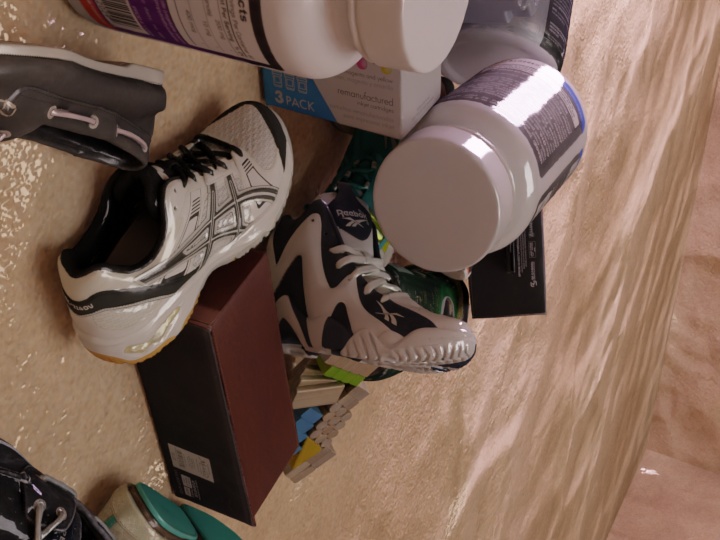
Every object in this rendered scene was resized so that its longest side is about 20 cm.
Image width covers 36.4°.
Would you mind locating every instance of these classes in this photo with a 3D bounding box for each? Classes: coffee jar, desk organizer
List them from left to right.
[{"bbox_3d":[-0.098,0.077,0.761,0.077,0.071,0.202,-55,151,-41],"label":"desk organizer"},{"bbox_3d":[0.037,0.044,1.023,0.199,0.084,0.106,6,93,-66],"label":"coffee jar"}]

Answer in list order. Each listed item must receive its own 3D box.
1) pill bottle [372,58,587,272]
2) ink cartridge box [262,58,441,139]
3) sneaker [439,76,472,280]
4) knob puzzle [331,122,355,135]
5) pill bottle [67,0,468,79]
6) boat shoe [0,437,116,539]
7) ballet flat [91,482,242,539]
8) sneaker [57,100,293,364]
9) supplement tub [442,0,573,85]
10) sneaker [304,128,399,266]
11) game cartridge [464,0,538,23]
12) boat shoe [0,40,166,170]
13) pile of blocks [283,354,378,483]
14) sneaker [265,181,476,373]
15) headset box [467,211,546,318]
[{"bbox_3d":[0.091,-0.081,0.815,0.200,0.112,0.116,-41,141,-55],"label":"pill bottle"},{"bbox_3d":[-0.009,-0.201,0.718,0.068,0.113,0.203,-48,146,-44],"label":"ink cartridge box"},{"bbox_3d":[0.080,-0.080,0.965,0.082,0.076,0.202,-41,136,-25],"label":"sneaker"},{"bbox_3d":[0.020,-0.196,0.892,0.220,0.030,0.223,-47,146,-46],"label":"knob puzzle"},{"bbox_3d":[-0.048,-0.160,0.549,0.112,0.197,0.113,-46,146,-46],"label":"pill bottle"},{"bbox_3d":[-0.187,0.144,0.605,0.072,0.067,0.201,-62,154,-24],"label":"boat shoe"},{"bbox_3d":[-0.138,0.200,0.787,0.062,0.068,0.200,-41,148,-3],"label":"ballet flat"},{"bbox_3d":[-0.105,-0.041,0.658,0.202,0.074,0.088,-60,154,-30],"label":"sneaker"},{"bbox_3d":[0.130,-0.268,0.956,0.123,0.120,0.204,46,52,-64],"label":"supplement tub"},{"bbox_3d":[-0.003,-0.048,0.880,0.079,0.077,0.203,4,108,-54],"label":"sneaker"},{"bbox_3d":[0.041,-0.256,0.764,0.201,0.131,0.041,59,44,-49],"label":"game cartridge"},{"bbox_3d":[-0.155,-0.077,0.528,0.199,0.066,0.058,-12,107,-67],"label":"boat shoe"},{"bbox_3d":[-0.039,0.091,0.903,0.081,0.063,0.202,-1,135,-36],"label":"pile of blocks"},{"bbox_3d":[0.000,0.000,0.789,0.079,0.197,0.132,16,80,-47],"label":"sneaker"},{"bbox_3d":[0.140,-0.048,1.086,0.200,0.076,0.152,-75,161,-76],"label":"headset box"}]
